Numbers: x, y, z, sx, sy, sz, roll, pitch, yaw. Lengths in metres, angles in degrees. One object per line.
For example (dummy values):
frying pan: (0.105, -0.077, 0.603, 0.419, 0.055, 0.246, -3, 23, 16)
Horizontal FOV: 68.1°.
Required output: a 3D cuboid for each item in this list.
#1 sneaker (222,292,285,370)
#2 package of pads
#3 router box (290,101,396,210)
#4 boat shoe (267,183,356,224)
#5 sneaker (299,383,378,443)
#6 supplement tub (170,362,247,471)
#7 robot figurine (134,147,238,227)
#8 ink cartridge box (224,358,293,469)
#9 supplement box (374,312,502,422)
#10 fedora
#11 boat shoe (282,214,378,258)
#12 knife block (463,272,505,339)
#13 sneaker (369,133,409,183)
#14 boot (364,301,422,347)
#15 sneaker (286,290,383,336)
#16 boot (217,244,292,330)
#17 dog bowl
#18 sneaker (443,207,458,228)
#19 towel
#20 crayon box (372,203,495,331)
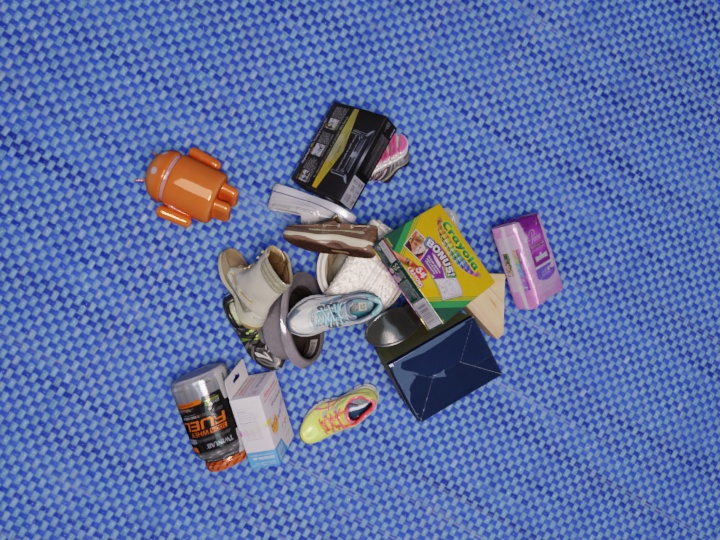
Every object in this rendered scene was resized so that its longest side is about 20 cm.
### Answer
sneaker: (-0.234, 0.135, 1.145, 0.071, 0.083, 0.200, -34, 97, -6)
package of pads: (0.380, -0.023, 1.208, 0.120, 0.075, 0.201, -23, 96, -40)
router box: (-0.038, -0.247, 1.133, 0.157, 0.052, 0.201, 28, 88, 35)
boat shoe: (-0.106, -0.125, 1.151, 0.199, 0.074, 0.066, 21, 88, 16)
sneaker: (-0.047, 0.319, 1.172, 0.199, 0.090, 0.078, -32, 97, -4)
supplement tub: (-0.309, 0.306, 1.120, 0.122, 0.122, 0.201, -20, 94, -6)
robot figurine: (-0.356, -0.172, 1.104, 0.199, 0.117, 0.145, 25, 107, -7)
ink cartridge box: (-0.209, 0.292, 1.116, 0.067, 0.115, 0.202, -12, 104, 10)
supplement box: (0.156, 0.191, 1.139, 0.199, 0.200, 0.135, -28, 95, -6)
fedora: (-0.150, 0.109, 1.137, 0.090, 0.177, 0.202, -8, 89, 23)
boat shoe: (-0.058, -0.077, 1.098, 0.201, 0.075, 0.075, 11, 73, 11)
knife block: (0.236, 0.052, 1.216, 0.174, 0.064, 0.202, 1, 92, -7)
sneaker: (0.025, -0.221, 1.176, 0.199, 0.087, 0.074, -27, 62, 14)
boot: (0.088, 0.112, 1.140, 0.199, 0.174, 0.070, -28, 81, -14)
sneaker: (-0.048, 0.078, 1.049, 0.199, 0.086, 0.078, -15, 92, -16)
boot: (-0.214, -0.002, 1.087, 0.155, 0.072, 0.201, -49, 55, 31)
dog bowl: (0.000, 0.000, 1.178, 0.198, 0.074, 0.202, 0, 91, -7)
sneaker: (0.153, -0.040, 1.172, 0.076, 0.080, 0.201, 35, 67, -29)
towel: (0.026, 0.003, 1.129, 0.132, 0.034, 0.201, 33, 88, -5)
crayon box: (0.147, -0.011, 1.061, 0.172, 0.058, 0.201, -32, 85, -33)
